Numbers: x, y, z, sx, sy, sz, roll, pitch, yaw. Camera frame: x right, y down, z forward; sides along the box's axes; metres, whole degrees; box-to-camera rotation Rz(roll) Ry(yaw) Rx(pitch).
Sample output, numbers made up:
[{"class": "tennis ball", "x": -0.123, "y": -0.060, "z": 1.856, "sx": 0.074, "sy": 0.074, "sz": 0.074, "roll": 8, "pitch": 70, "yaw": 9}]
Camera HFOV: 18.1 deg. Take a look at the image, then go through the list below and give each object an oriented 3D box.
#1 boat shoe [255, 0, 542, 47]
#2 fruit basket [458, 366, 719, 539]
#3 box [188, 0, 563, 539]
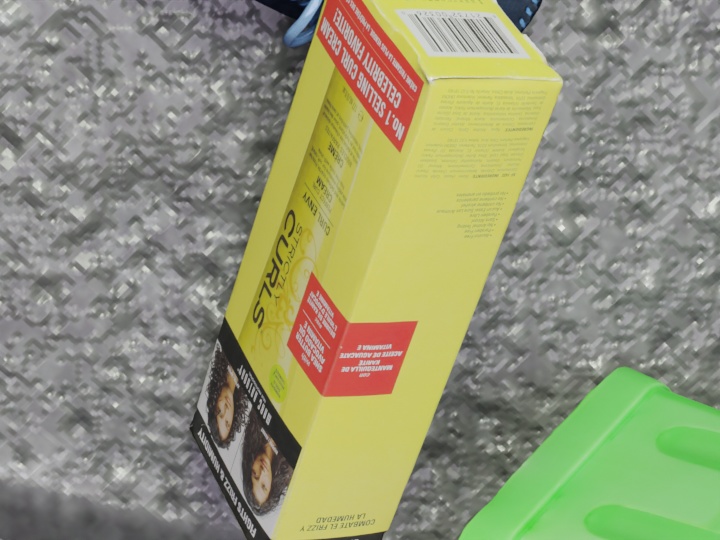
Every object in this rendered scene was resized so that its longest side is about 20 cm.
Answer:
[{"class": "boat shoe", "x": -0.031, "y": -0.112, "z": 0.725, "sx": 0.200, "sy": 0.069, "sz": 0.084, "roll": 16, "pitch": 108, "yaw": -15}, {"class": "fruit basket", "x": 0.077, "y": 0.154, "z": 0.826, "sx": 0.215, "sy": 0.155, "sz": 0.216, "roll": 21, "pitch": 130, "yaw": 27}, {"class": "box", "x": 0.000, "y": 0.000, "z": 0.739, "sx": 0.050, "sy": 0.075, "sz": 0.200, "roll": -2, "pitch": 131, "yaw": -29}]
